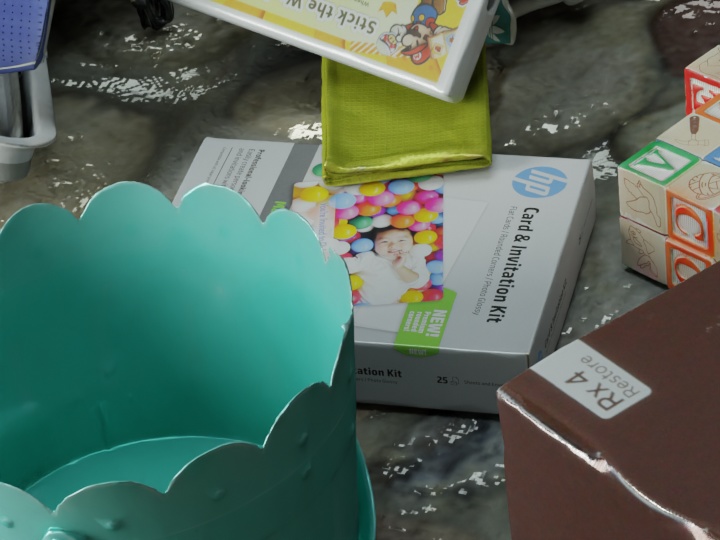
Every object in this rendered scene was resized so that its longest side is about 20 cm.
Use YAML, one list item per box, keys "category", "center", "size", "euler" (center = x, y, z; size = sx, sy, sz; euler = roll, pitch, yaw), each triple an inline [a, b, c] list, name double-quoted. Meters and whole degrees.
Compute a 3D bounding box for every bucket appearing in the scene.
- category: "bucket"
  center: [-0.091, 0.074, 1.178]
  size: [0.206, 0.135, 0.208]
  euler: [-5, 37, 4]

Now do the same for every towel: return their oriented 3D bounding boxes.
- category: "towel"
  center: [0.022, -0.115, 1.434]
  size: [0.085, 0.018, 0.201]
  euler: [-8, 40, 7]

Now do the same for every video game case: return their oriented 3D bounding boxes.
- category: "video game case"
  center: [-0.004, -0.199, 1.417]
  size: [0.199, 0.183, 0.023]
  euler: [22, 1, 27]

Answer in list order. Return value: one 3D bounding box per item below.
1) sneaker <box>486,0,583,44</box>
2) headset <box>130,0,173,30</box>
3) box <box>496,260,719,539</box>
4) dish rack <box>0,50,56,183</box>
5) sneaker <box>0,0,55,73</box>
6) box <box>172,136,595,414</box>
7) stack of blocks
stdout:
- category: "sneaker"
  center: [0.106, -0.184, 1.561]
  size: [0.093, 0.071, 0.200]
  euler: [28, 51, 29]
- category: "headset"
  center: [-0.196, -0.175, 1.609]
  size: [0.199, 0.094, 0.124]
  euler: [0, 33, 36]
- category: "box"
  center: [0.166, 0.120, 1.019]
  size: [0.164, 0.201, 0.166]
  euler: [-27, 41, -26]
- category: "dish rack"
  center: [-0.246, -0.097, 1.456]
  size: [0.170, 0.044, 0.200]
  euler: [13, 20, -14]
- category: "sneaker"
  center: [-0.253, -0.128, 1.378]
  size: [0.198, 0.081, 0.115]
  euler: [13, 24, 7]
- category: "box"
  center: [0.000, 0.000, 1.345]
  size: [0.199, 0.041, 0.156]
  euler: [5, 38, 14]
- category: "stack of blocks"
  center: [0.211, -0.063, 1.378]
  size: [0.115, 0.059, 0.200]
  euler: [26, 48, 37]
